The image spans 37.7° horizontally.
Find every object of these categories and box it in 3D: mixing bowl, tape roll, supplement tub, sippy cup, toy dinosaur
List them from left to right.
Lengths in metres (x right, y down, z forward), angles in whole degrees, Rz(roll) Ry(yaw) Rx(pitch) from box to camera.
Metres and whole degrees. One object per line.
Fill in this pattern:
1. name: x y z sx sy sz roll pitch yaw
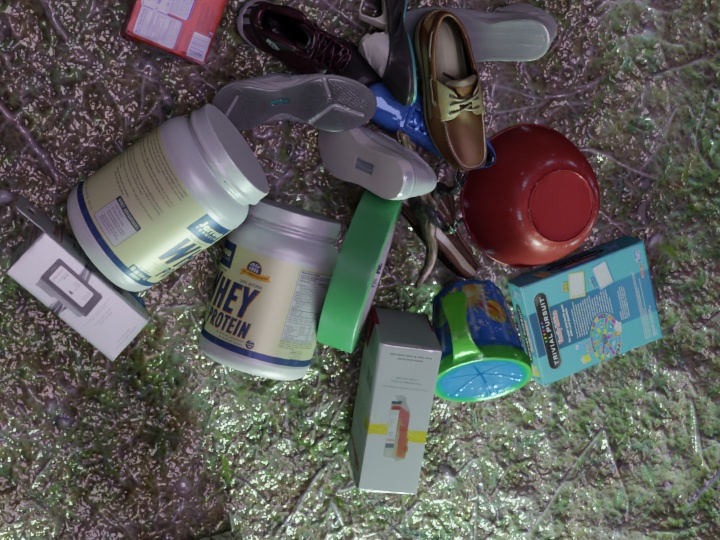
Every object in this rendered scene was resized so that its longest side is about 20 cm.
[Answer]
1. supplement tub: -0.221 -0.085 1.225 0.199 0.145 0.145 -33 109 10
2. supplement tub: -0.109 0.021 1.313 0.144 0.145 0.202 14 96 -19
3. tape roll: 0.000 0.000 1.312 0.048 0.200 0.202 19 95 4
4. toy dinosaur: 0.091 -0.081 1.326 0.047 0.088 0.202 -13 95 -45
5. sippy cup: 0.151 0.088 1.404 0.138 0.178 0.131 2 59 -16
6. mixing bowl: 0.247 -0.094 1.421 0.198 0.108 0.202 -3 101 -17

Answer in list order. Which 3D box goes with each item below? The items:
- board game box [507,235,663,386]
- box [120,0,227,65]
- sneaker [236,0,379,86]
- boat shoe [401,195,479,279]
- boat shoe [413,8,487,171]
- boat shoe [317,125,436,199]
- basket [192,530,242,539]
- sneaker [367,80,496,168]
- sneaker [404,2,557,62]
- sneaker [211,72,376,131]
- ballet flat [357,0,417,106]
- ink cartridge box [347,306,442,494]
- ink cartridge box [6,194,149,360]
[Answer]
1. board game box: 0.322 0.055 1.505 0.198 0.047 0.152 -20 106 -13
2. box: -0.201 -0.352 1.237 0.099 0.095 0.202 19 95 -20
3. sneaker: -0.054 -0.265 1.289 0.199 0.115 0.076 23 93 -20
4. boat shoe: 0.102 -0.080 1.396 0.075 0.075 0.203 -44 109 -7
5. boat shoe: 0.113 -0.221 1.295 0.075 0.074 0.202 -18 100 -9
6. boat shoe: 0.019 -0.141 1.304 0.068 0.199 0.073 -1 108 -37
7. basket: -0.201 0.469 1.345 0.159 0.198 0.202 -10 103 -17
8. sneaker: 0.093 -0.186 1.357 0.199 0.078 0.066 24 99 -28
9. sneaker: 0.156 -0.309 1.370 0.198 0.116 0.074 10 114 17
10. sneaker: -0.079 -0.215 1.290 0.198 0.080 0.071 2 118 -2
11. ballet flat: 0.030 -0.299 1.317 0.068 0.068 0.202 0 73 -11
12. ink cartridge box: 0.042 0.167 1.373 0.083 0.145 0.202 7 106 -7
13. ink cartridge box: -0.349 0.007 1.251 0.068 0.116 0.200 -47 108 -3
